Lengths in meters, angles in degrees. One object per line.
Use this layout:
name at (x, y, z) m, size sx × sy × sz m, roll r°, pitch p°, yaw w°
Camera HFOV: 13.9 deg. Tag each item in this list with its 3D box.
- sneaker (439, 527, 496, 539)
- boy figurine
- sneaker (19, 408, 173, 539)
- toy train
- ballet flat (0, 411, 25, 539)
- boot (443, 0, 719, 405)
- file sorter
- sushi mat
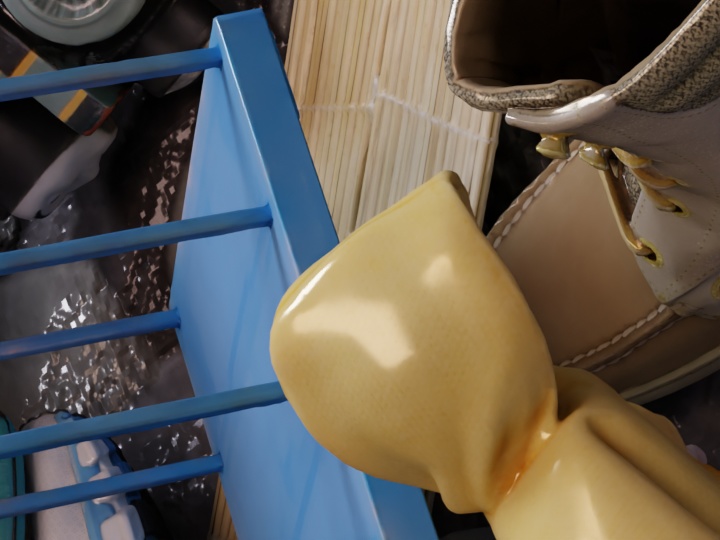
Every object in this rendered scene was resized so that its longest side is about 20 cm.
sneaker at (0.053, 0.162, 0.729) m, size 0.095 × 0.079 × 0.201 m, roll -47°, pitch 59°, yaw 41°
boy figurine at (0.068, 0.054, 0.643) m, size 0.200 × 0.124 × 0.065 m, roll 38°, pitch 100°, yaw -10°
sneaker at (-0.077, 0.138, 0.811) m, size 0.086 × 0.075 × 0.201 m, roll -18°, pitch 73°, yaw 6°
toy train at (-0.137, -0.103, 0.839) m, size 0.200 × 0.085 × 0.114 m, roll 39°, pitch 110°, yaw -7°
ballet flat at (-0.134, 0.126, 0.788) m, size 0.067 × 0.070 × 0.201 m, roll -12°, pitch 70°, yaw 52°
boot at (0.063, -0.035, 0.665) m, size 0.200 × 0.154 × 0.072 m, roll -38°, pitch 64°, yaw 31°
file sorter at (-0.060, 0.067, 0.710) m, size 0.139 × 0.122 × 0.201 m, roll 104°, pitch 151°, yaw -58°
sushi mat at (0.000, 0.000, 0.797) m, size 0.095 × 0.012 × 0.201 m, roll 17°, pitch 100°, yaw 54°
